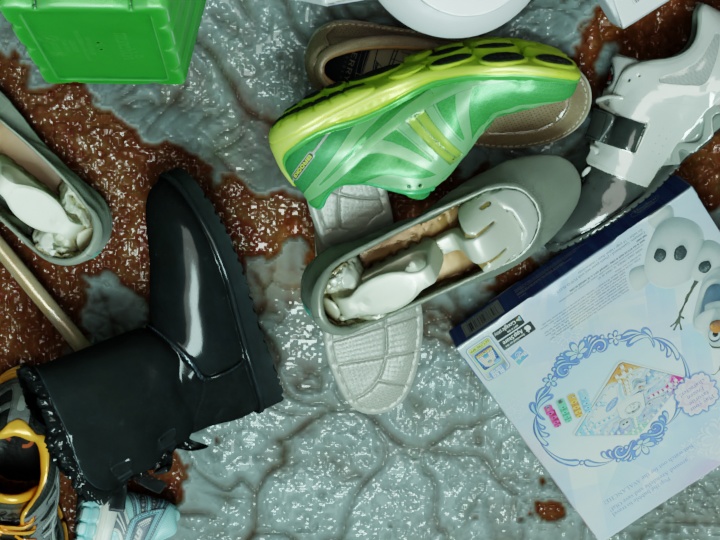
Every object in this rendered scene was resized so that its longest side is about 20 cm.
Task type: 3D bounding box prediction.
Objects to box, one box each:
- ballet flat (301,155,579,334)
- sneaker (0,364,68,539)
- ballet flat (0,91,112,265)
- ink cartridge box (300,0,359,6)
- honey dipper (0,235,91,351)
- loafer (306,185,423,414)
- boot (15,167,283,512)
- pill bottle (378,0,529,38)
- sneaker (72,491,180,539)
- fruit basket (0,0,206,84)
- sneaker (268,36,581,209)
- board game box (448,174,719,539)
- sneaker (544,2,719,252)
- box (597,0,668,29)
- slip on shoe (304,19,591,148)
[{"bbox_3d":[0.057,-0.011,0.874,0.200,0.064,0.067,-25,109,2],"label":"ballet flat"},{"bbox_3d":[-0.252,0.171,0.969,0.078,0.077,0.200,4,107,-6],"label":"sneaker"},{"bbox_3d":[-0.249,-0.079,0.903,0.200,0.064,0.067,41,100,-13],"label":"ballet flat"},{"bbox_3d":[-0.052,-0.262,0.793,0.041,0.200,0.200,-13,107,-19],"label":"ink cartridge box"},{"bbox_3d":[-0.213,0.031,0.951,0.038,0.038,0.200,-34,105,6],"label":"honey dipper"},{"bbox_3d":[0.000,0.000,0.947,0.072,0.063,0.200,-11,110,-5],"label":"loafer"},{"bbox_3d":[-0.153,0.049,0.914,0.162,0.073,0.199,-26,110,-20],"label":"boot"},{"bbox_3d":[0.051,-0.203,0.814,0.112,0.200,0.113,-1,106,-4],"label":"pill bottle"},{"bbox_3d":[-0.174,0.259,1.000,0.086,0.078,0.200,4,106,-8],"label":"sneaker"},{"bbox_3d":[-0.164,-0.228,0.807,0.155,0.216,0.216,0,106,-4],"label":"fruit basket"},{"bbox_3d":[0.044,-0.093,0.854,0.200,0.074,0.084,-16,111,14],"label":"sneaker"},{"bbox_3d":[0.201,0.068,0.982,0.200,0.043,0.199,-35,107,6],"label":"board game box"},{"bbox_3d":[0.186,-0.099,0.927,0.200,0.074,0.089,-43,92,6],"label":"sneaker"},{"bbox_3d":[0.185,-0.286,0.882,0.156,0.041,0.200,-33,107,6],"label":"box"},{"bbox_3d":[0.061,-0.126,0.910,0.200,0.061,0.076,14,105,-8],"label":"slip on shoe"}]
